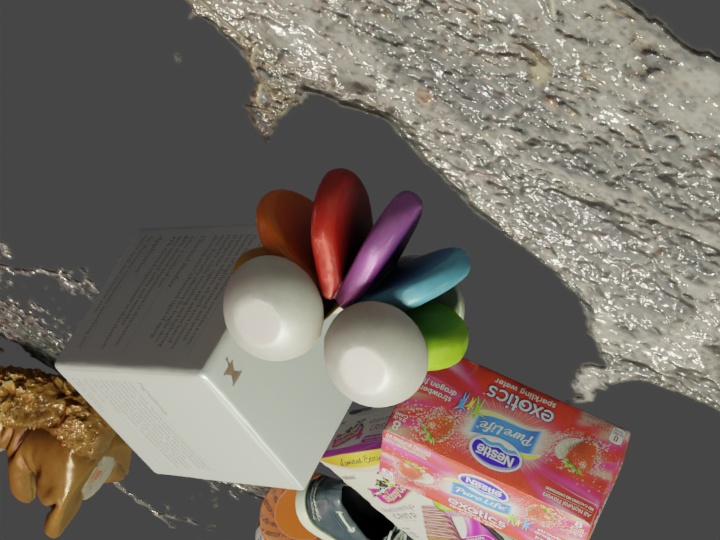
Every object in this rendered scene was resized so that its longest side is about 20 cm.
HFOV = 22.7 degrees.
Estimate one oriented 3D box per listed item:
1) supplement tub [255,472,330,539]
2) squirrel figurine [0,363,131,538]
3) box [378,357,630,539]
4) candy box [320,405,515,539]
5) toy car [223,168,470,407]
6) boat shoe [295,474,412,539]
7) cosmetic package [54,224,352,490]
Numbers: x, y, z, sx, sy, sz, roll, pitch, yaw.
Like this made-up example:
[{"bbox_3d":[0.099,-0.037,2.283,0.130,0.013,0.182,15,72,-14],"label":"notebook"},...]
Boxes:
[{"bbox_3d":[-0.045,0.308,1.931,0.121,0.123,0.201,17,149,22],"label":"supplement tub"},{"bbox_3d":[-0.366,0.169,2.029,0.186,0.142,0.201,33,139,15],"label":"squirrel figurine"},{"bbox_3d":[0.124,0.161,1.571,0.198,0.100,0.096,24,151,11],"label":"box"},{"bbox_3d":[0.074,0.212,1.737,0.200,0.061,0.136,43,149,-21],"label":"candy box"},{"bbox_3d":[0.000,0.000,1.405,0.198,0.175,0.151,24,114,12],"label":"toy car"},{"bbox_3d":[0.015,0.255,1.826,0.061,0.076,0.200,-11,146,36],"label":"boat shoe"},{"bbox_3d":[-0.125,0.075,1.592,0.199,0.168,0.167,1,139,42],"label":"cosmetic package"}]
